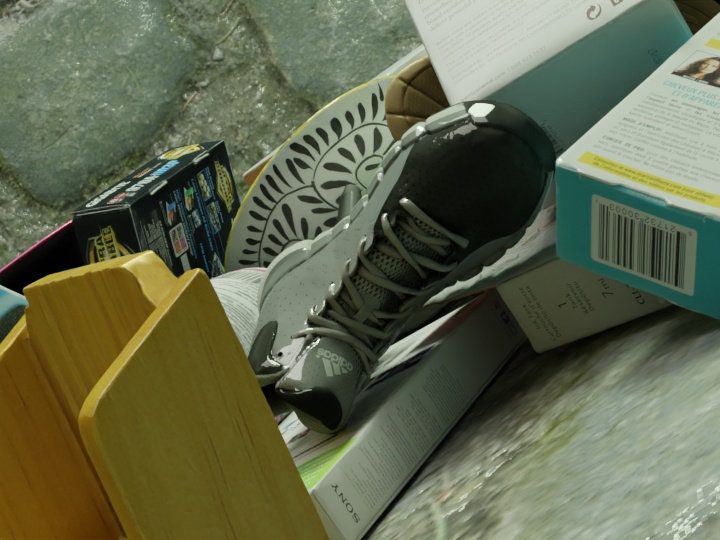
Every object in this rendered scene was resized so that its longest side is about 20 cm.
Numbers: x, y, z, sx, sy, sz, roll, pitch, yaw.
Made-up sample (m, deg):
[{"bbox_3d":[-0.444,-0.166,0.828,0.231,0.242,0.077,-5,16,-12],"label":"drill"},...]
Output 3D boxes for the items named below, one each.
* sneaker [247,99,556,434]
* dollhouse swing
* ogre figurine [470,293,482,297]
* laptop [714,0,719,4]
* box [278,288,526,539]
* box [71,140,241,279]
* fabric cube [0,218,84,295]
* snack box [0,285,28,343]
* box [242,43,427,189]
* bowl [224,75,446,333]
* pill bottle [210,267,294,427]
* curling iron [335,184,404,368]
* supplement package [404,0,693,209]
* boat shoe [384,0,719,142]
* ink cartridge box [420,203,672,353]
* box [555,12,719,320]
[{"bbox_3d":[0.011,0.015,0.736,0.200,0.075,0.116,-41,20,42],"label":"sneaker"},{"bbox_3d":[-0.137,0.117,0.634,0.175,0.183,0.200,-29,10,-27],"label":"dollhouse swing"},{"bbox_3d":[0.085,-0.038,0.966,0.200,0.098,0.120,-48,20,-30],"label":"ogre figurine"},{"bbox_3d":[0.168,-0.136,0.961,0.177,0.200,0.104,-32,29,21],"label":"laptop"},{"bbox_3d":[-0.014,0.092,0.802,0.144,0.036,0.200,-32,6,39],"label":"box"},{"bbox_3d":[-0.113,0.030,1.078,0.046,0.202,0.159,-8,17,21],"label":"box"},{"bbox_3d":[-0.243,0.107,1.228,0.196,0.201,0.199,-39,4,-21],"label":"fabric cube"},{"bbox_3d":[-0.215,0.118,0.959,0.201,0.115,0.037,-68,13,-11],"label":"snack box"},{"bbox_3d":[0.032,-0.073,1.277,0.200,0.153,0.106,-30,7,47],"label":"box"},{"bbox_3d":[0.016,-0.020,1.077,0.200,0.094,0.202,-33,-31,-23],"label":"bowl"},{"bbox_3d":[-0.097,0.072,0.903,0.113,0.114,0.200,-33,-4,28],"label":"pill bottle"},{"bbox_3d":[0.000,0.000,0.914,0.050,0.026,0.200,-45,19,17],"label":"curling iron"},{"bbox_3d":[0.081,-0.155,0.812,0.109,0.201,0.114,-30,-33,15],"label":"supplement package"},{"bbox_3d":[0.109,-0.107,0.911,0.198,0.074,0.069,-13,-6,-2],"label":"boat shoe"},{"bbox_3d":[0.134,-0.029,0.809,0.200,0.045,0.176,-39,8,-36],"label":"ink cartridge box"},{"bbox_3d":[0.168,-0.062,0.691,0.082,0.049,0.200,22,45,32],"label":"box"}]
